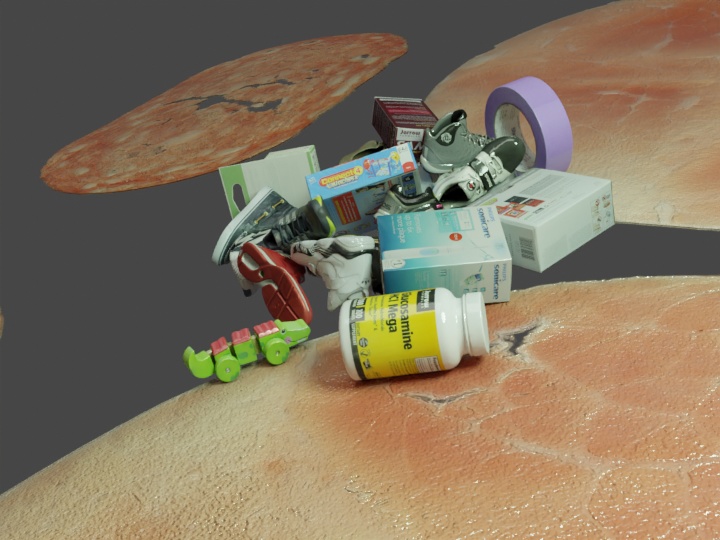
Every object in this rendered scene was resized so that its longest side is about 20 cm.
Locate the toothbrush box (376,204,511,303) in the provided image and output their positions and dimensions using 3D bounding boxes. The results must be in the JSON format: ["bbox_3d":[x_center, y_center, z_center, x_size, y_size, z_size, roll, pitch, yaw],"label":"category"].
[{"bbox_3d":[0.128,-0.020,1.449,0.196,0.086,0.148,-4,38,0],"label":"toothbrush box"}]

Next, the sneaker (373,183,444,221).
[{"bbox_3d":[0.125,-0.096,1.594,0.196,0.089,0.074,17,8,1],"label":"sneaker"}]

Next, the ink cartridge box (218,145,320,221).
[{"bbox_3d":[-0.176,-0.166,1.893,0.196,0.148,0.048,-7,22,14],"label":"ink cartridge box"}]

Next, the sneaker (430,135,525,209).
[{"bbox_3d":[0.214,-0.164,1.670,0.199,0.074,0.089,-35,17,21],"label":"sneaker"}]

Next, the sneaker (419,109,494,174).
[{"bbox_3d":[0.209,-0.242,1.712,0.196,0.117,0.076,-6,37,-8],"label":"sneaker"}]

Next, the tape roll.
[{"bbox_3d":[0.319,-0.263,1.772,0.065,0.203,0.200,-22,26,-20],"label":"tape roll"}]

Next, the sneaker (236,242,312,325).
[{"bbox_3d":[-0.113,0.022,1.553,0.114,0.079,0.201,3,38,-47],"label":"sneaker"}]

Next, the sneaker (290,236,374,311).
[{"bbox_3d":[-0.048,0.007,1.504,0.074,0.117,0.198,-3,0,-38],"label":"sneaker"}]

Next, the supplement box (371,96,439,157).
[{"bbox_3d":[0.094,-0.286,1.840,0.107,0.062,0.201,1,26,-12],"label":"supplement box"}]

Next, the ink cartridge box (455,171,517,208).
[{"bbox_3d":[0.201,-0.121,1.750,0.198,0.057,0.163,-28,20,22],"label":"ink cartridge box"}]

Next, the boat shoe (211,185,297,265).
[{"bbox_3d":[-0.203,-0.073,1.809,0.090,0.071,0.201,32,64,9],"label":"boat shoe"}]

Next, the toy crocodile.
[{"bbox_3d":[-0.172,0.115,1.411,0.197,0.063,0.068,-19,25,-12],"label":"toy crocodile"}]

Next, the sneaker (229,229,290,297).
[{"bbox_3d":[-0.162,-0.027,1.676,0.128,0.081,0.199,-21,15,4],"label":"sneaker"}]

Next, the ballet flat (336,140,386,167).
[{"bbox_3d":[0.007,-0.204,1.784,0.046,0.068,0.200,-17,18,31],"label":"ballet flat"}]

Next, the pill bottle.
[{"bbox_3d":[0.076,0.085,1.283,0.196,0.114,0.113,-9,25,11],"label":"pill bottle"}]

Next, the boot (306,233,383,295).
[{"bbox_3d":[0.000,0.000,1.553,0.196,0.079,0.139,-11,30,8],"label":"boot"}]

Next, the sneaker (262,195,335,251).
[{"bbox_3d":[-0.104,-0.068,1.573,0.080,0.075,0.200,-26,-2,-27],"label":"sneaker"}]

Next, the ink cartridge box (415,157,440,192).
[{"bbox_3d":[0.083,-0.194,1.873,0.142,0.085,0.201,-18,25,13],"label":"ink cartridge box"}]

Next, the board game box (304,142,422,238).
[{"bbox_3d":[0.014,-0.137,1.681,0.192,0.200,0.057,-17,69,2],"label":"board game box"}]

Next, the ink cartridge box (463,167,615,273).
[{"bbox_3d":[0.300,-0.092,1.567,0.198,0.085,0.174,-29,29,-30],"label":"ink cartridge box"}]
